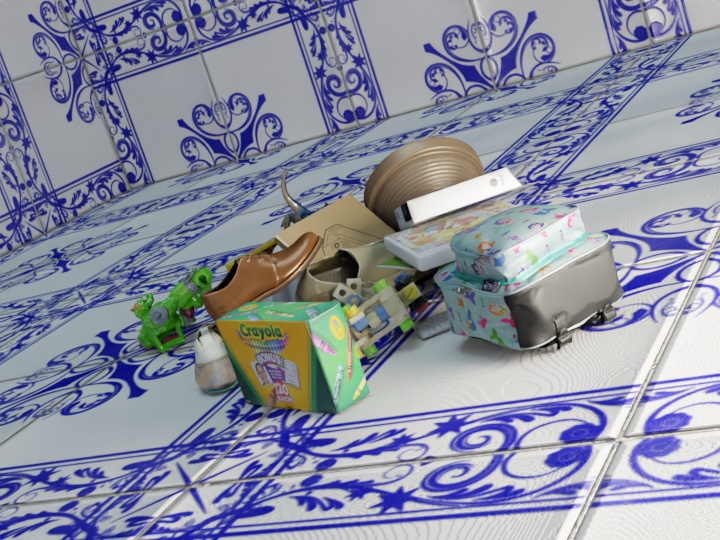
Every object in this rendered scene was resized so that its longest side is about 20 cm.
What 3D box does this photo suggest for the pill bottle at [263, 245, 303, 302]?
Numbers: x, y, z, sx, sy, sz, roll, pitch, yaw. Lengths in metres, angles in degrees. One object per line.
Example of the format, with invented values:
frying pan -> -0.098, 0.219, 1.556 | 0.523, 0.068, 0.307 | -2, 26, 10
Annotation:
pill bottle -> -0.068, -0.008, 1.892 | 0.198, 0.114, 0.113 | -23, 14, -18

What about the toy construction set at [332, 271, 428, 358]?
toy construction set -> 0.023, 0.054, 1.590 | 0.131, 0.092, 0.200 | -36, 12, 2

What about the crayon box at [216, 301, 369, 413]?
crayon box -> -0.085, 0.103, 1.459 | 0.058, 0.120, 0.199 | -28, 16, -36

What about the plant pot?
plant pot -> 0.112, -0.106, 1.880 | 0.199, 0.202, 0.093 | -20, 50, -4

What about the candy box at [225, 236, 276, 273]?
candy box -> -0.135, -0.001, 1.985 | 0.026, 0.103, 0.199 | -6, 19, 41

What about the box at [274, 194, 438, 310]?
box -> -0.007, -0.024, 1.804 | 0.163, 0.021, 0.200 | -30, 58, -36

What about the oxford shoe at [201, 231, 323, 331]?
oxford shoe -> -0.136, -0.001, 1.675 | 0.199, 0.072, 0.071 | -39, 13, -20

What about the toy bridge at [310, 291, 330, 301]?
toy bridge -> -0.043, 0.087, 1.577 | 0.027, 0.068, 0.200 | -18, 15, 2

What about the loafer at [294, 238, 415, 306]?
loafer -> 0.000, 0.000, 1.710 | 0.198, 0.069, 0.076 | -24, 59, -20

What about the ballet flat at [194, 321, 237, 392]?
ballet flat -> -0.212, 0.117, 1.697 | 0.067, 0.068, 0.200 | -21, 14, -7

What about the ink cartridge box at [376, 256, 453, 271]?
ink cartridge box -> 0.144, -0.008, 1.666 | 0.199, 0.077, 0.147 | -24, 14, -25

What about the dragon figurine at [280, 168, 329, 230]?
dragon figurine -> -0.074, -0.075, 1.997 | 0.099, 0.202, 0.059 | -21, -3, -42

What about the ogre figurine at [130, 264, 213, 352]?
ogre figurine -> -0.305, 0.067, 1.954 | 0.120, 0.099, 0.199 | -39, 14, -30

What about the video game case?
video game case -> 0.138, -0.051, 1.628 | 0.180, 0.023, 0.200 | -19, 12, -9

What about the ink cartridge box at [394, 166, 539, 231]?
ink cartridge box -> 0.153, -0.108, 1.735 | 0.198, 0.040, 0.099 | -18, -2, -11

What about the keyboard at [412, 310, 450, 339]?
keyboard -> 0.165, 0.045, 1.577 | 0.198, 0.011, 0.056 | -21, 13, -7

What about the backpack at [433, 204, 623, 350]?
backpack -> 0.186, 0.009, 1.422 | 0.176, 0.152, 0.199 | -27, 11, -27
